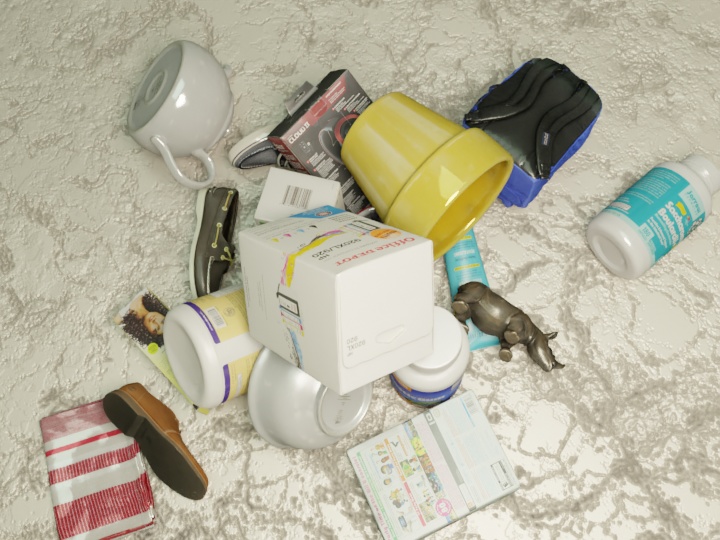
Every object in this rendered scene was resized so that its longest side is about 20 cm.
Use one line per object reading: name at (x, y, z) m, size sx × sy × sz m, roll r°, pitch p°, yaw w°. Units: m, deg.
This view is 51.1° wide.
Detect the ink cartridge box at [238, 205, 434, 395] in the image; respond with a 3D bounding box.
ink cartridge box at (-0.028, 0.025, 0.894) m, size 0.146 × 0.147 × 0.199 m, roll -20°, pitch 28°, yaw -35°

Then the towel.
towel at (-0.383, 0.291, 1.093) m, size 0.142 × 0.023 × 0.202 m, roll -18°, pitch 71°, yaw -2°

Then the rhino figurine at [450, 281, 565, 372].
rhino figurine at (0.215, 0.084, 1.082) m, size 0.199 × 0.060 × 0.088 m, roll 32°, pitch 35°, yaw -4°

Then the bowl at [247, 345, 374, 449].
bowl at (-0.047, 0.160, 1.014) m, size 0.090 × 0.201 × 0.202 m, roll 20°, pitch 69°, yaw 45°

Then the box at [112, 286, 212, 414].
box at (-0.278, 0.120, 1.131) m, size 0.200 × 0.050 × 0.075 m, roll 41°, pitch 78°, yaw 15°

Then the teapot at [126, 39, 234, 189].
teapot at (-0.271, -0.255, 1.213) m, size 0.201 × 0.145 × 0.197 m, roll -57°, pitch 37°, yaw 4°

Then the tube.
tube at (0.164, 0.021, 1.143) m, size 0.076 × 0.050 × 0.203 m, roll -12°, pitch 77°, yaw 1°

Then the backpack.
backpack at (0.253, -0.214, 1.151) m, size 0.162 × 0.168 × 0.200 m, roll 41°, pitch 73°, yaw 8°

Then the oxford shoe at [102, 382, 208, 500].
oxford shoe at (-0.278, 0.239, 1.084) m, size 0.071 × 0.071 × 0.201 m, roll -42°, pitch 85°, yaw 30°

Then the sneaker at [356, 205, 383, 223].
sneaker at (0.000, 0.000, 1.120) m, size 0.070 × 0.113 × 0.203 m, roll 12°, pitch 72°, yaw 6°

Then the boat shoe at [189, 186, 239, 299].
boat shoe at (-0.224, -0.039, 1.170) m, size 0.060 × 0.072 × 0.204 m, roll -3°, pitch 68°, yaw 7°

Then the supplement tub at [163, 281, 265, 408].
supplement tub at (-0.158, 0.090, 1.052) m, size 0.198 × 0.146 × 0.146 m, roll -20°, pitch 68°, yaw -34°

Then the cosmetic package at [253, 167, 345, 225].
cosmetic package at (-0.078, -0.061, 1.101) m, size 0.106 × 0.200 × 0.086 m, roll 13°, pitch 70°, yaw 10°

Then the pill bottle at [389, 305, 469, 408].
pill bottle at (0.091, 0.117, 1.028) m, size 0.110 × 0.200 × 0.114 m, roll -1°, pitch 70°, yaw 4°

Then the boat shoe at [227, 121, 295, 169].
boat shoe at (-0.109, -0.187, 1.213) m, size 0.198 × 0.075 × 0.094 m, roll -24°, pitch 76°, yaw -6°

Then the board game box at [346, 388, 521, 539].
board game box at (0.099, 0.279, 1.045) m, size 0.198 × 0.064 × 0.149 m, roll -24°, pitch 70°, yaw -6°

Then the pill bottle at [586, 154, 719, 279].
pill bottle at (0.443, -0.087, 1.124) m, size 0.199 × 0.111 × 0.111 m, roll -39°, pitch 73°, yaw -9°

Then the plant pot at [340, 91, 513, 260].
plant pot at (0.080, -0.139, 1.054) m, size 0.201 × 0.201 × 0.189 m, roll -43°, pitch 73°, yaw -11°

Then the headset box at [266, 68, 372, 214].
headset box at (-0.034, -0.196, 1.151) m, size 0.149 × 0.075 × 0.200 m, roll -47°, pitch 116°, yaw -9°
